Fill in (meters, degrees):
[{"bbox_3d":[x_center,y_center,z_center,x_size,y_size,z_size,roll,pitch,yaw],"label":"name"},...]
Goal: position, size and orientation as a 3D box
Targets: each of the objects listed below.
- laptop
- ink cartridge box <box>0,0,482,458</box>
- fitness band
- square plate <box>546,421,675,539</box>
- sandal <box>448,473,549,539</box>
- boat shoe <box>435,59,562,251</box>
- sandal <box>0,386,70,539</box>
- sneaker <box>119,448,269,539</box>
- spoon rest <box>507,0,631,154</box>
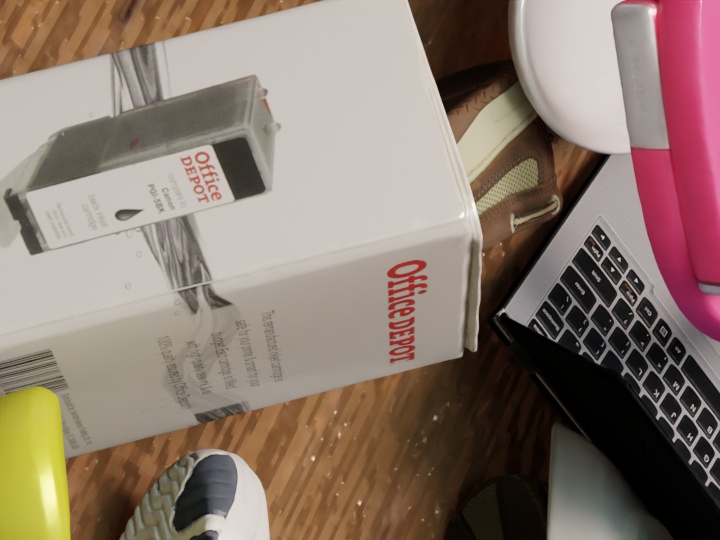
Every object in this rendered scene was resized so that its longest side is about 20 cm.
[{"bbox_3d":[0.151,0.058,1.012,0.187,0.116,0.200,52,49,-17],"label":"laptop"},{"bbox_3d":[-0.069,-0.005,0.836,0.199,0.147,0.083,-14,73,-3],"label":"ink cartridge box"},{"bbox_3d":[0.153,-0.068,0.980,0.143,0.037,0.201,-31,119,-40],"label":"fitness band"},{"bbox_3d":[0.121,0.182,0.966,0.200,0.028,0.199,54,25,-33],"label":"square plate"},{"bbox_3d":[0.078,0.175,1.006,0.054,0.082,0.201,-1,77,-44],"label":"sandal"},{"bbox_3d":[0.004,0.000,0.976,0.202,0.075,0.075,-35,108,-30],"label":"boat shoe"},{"bbox_3d":[-0.141,0.087,0.812,0.087,0.200,0.080,0,64,-14],"label":"sandal"},{"bbox_3d":[-0.017,0.162,0.938,0.129,0.079,0.200,2,83,-33],"label":"sneaker"},{"bbox_3d":[0.134,-0.102,1.032,0.199,0.060,0.100,-13,101,-39],"label":"spoon rest"}]
